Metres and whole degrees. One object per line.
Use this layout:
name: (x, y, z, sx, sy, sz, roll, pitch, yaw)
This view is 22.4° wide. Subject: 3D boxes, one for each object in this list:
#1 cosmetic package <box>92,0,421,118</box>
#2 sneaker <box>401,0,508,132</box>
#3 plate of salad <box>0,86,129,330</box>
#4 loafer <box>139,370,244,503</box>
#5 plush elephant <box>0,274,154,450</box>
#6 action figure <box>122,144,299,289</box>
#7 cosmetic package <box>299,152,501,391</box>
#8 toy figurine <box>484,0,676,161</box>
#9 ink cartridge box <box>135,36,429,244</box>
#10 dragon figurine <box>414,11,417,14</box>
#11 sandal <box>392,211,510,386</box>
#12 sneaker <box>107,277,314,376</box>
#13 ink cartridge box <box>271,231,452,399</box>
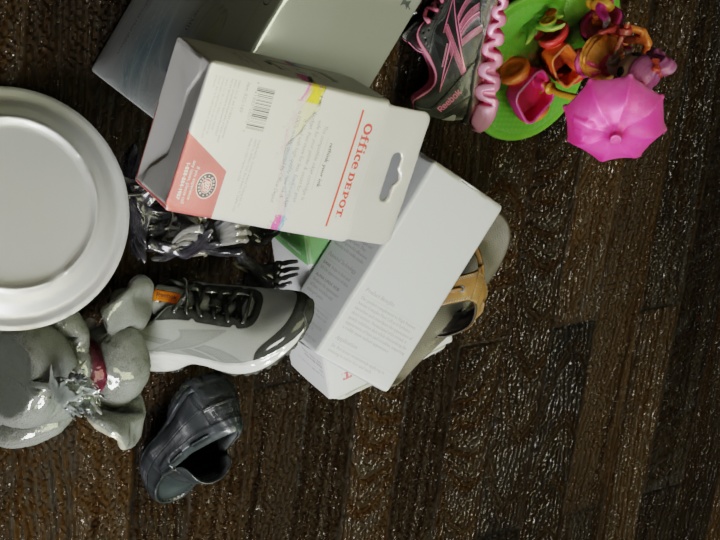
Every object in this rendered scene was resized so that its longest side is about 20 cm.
cosmetic package: (-0.087, -0.192, 1.477, 0.123, 0.200, 0.200, 27, 96, -42)
sneaker: (0.087, -0.230, 1.675, 0.094, 0.079, 0.202, 5, 100, -1)
plate of salad: (-0.285, -0.049, 1.469, 0.198, 0.048, 0.202, 5, 76, -20)
loafer: (-0.153, 0.167, 1.662, 0.068, 0.071, 0.201, -16, 154, -30)
plush elephant: (-0.248, 0.074, 1.540, 0.154, 0.199, 0.166, -2, 109, -55)
action figure: (-0.137, -0.052, 1.576, 0.102, 0.120, 0.199, -31, 145, 26)
cosmetic package: (0.027, -0.004, 1.633, 0.101, 0.074, 0.201, 31, 91, -40)
toy figurine: (0.228, -0.180, 1.724, 0.200, 0.184, 0.151, -42, 131, -11)
ink cartridge box: (-0.056, -0.094, 1.373, 0.199, 0.067, 0.117, 10, 107, -33)
dragon figurine: (-0.023, -0.152, 1.640, 0.200, 0.059, 0.100, -43, 131, -9)
sandal: (0.078, 0.031, 1.698, 0.200, 0.055, 0.082, -50, 133, -3)
sneaker: (-0.134, 0.043, 1.585, 0.080, 0.198, 0.074, 61, 33, -42)
ink cartridge box: (0.000, 0.000, 1.720, 0.144, 0.087, 0.201, -24, 124, -23)
